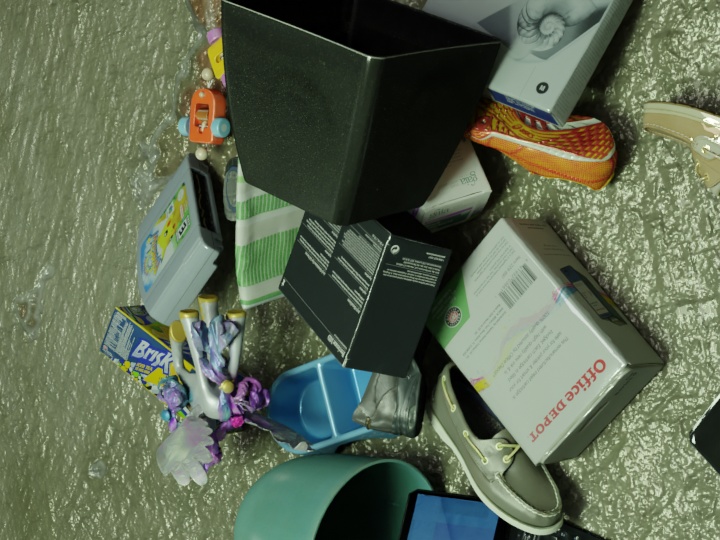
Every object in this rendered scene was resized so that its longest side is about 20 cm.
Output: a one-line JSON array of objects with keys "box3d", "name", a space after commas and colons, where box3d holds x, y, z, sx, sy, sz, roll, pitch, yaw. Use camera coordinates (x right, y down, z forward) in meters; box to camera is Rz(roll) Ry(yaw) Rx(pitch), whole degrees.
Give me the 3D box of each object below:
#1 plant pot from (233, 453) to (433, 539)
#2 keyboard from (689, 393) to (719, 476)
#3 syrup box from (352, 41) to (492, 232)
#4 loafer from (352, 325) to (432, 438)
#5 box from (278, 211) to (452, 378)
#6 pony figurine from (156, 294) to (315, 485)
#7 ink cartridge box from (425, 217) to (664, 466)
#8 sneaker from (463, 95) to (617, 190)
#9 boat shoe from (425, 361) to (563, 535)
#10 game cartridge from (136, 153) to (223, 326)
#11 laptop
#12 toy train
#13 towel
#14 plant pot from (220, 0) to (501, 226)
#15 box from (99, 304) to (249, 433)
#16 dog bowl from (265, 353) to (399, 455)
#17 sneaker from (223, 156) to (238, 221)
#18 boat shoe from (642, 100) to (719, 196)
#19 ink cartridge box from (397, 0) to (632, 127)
[{"box3d": [-0.037, 0.283, 1.638, 0.160, 0.199, 0.203, 8, 94, 44], "name": "plant pot"}, {"box3d": [0.395, 0.124, 1.417, 0.127, 0.020, 0.201, 51, 118, 32], "name": "keyboard"}, {"box3d": [0.057, -0.143, 1.619, 0.082, 0.078, 0.202, 116, 134, -68], "name": "syrup box"}, {"box3d": [0.037, 0.071, 1.623, 0.071, 0.073, 0.202, 4, 67, 10], "name": "loafer"}, {"box3d": [0.000, 0.000, 1.581, 0.142, 0.078, 0.200, -68, 29, 14], "name": "box"}, {"box3d": [-0.153, 0.140, 1.679, 0.193, 0.165, 0.203, -161, 67, -65], "name": "pony figurine"}, {"box3d": [0.177, 0.069, 1.540, 0.146, 0.087, 0.201, -51, 60, 25], "name": "ink cartridge box"}, {"box3d": [0.159, -0.129, 1.548, 0.199, 0.077, 0.073, 27, 62, 25], "name": "sneaker"}, {"box3d": [0.137, 0.176, 1.566, 0.202, 0.071, 0.061, 50, 143, 33], "name": "boat shoe"}, {"box3d": [-0.213, -0.032, 1.807, 0.134, 0.040, 0.201, -57, 28, 25], "name": "game cartridge"}, {"box3d": [0.136, 0.329, 1.557, 0.199, 0.103, 0.179, 19, 101, 35], "name": "laptop"}, {"box3d": [-0.122, -0.203, 1.792, 0.198, 0.055, 0.152, 2, 92, 40], "name": "toy train"}, {"box3d": [-0.067, -0.065, 1.652, 0.023, 0.151, 0.202, 34, 130, 42], "name": "towel"}, {"box3d": [-0.011, -0.156, 1.496, 0.198, 0.199, 0.179, 26, 117, 33], "name": "plant pot"}, {"box3d": [-0.214, 0.116, 1.844, 0.199, 0.070, 0.065, 34, 112, 32], "name": "box"}, {"box3d": [-0.024, 0.142, 1.713, 0.199, 0.049, 0.113, -22, 76, 35], "name": "dog bowl"}, {"box3d": [-0.091, -0.093, 1.753, 0.199, 0.086, 0.076, -5, 82, 56], "name": "sneaker"}, {"box3d": [0.339, -0.100, 1.428, 0.199, 0.073, 0.070, 25, 98, 34], "name": "boat shoe"}, {"box3d": [0.163, -0.262, 1.537, 0.198, 0.041, 0.201, 25, 81, 34], "name": "ink cartridge box"}]
